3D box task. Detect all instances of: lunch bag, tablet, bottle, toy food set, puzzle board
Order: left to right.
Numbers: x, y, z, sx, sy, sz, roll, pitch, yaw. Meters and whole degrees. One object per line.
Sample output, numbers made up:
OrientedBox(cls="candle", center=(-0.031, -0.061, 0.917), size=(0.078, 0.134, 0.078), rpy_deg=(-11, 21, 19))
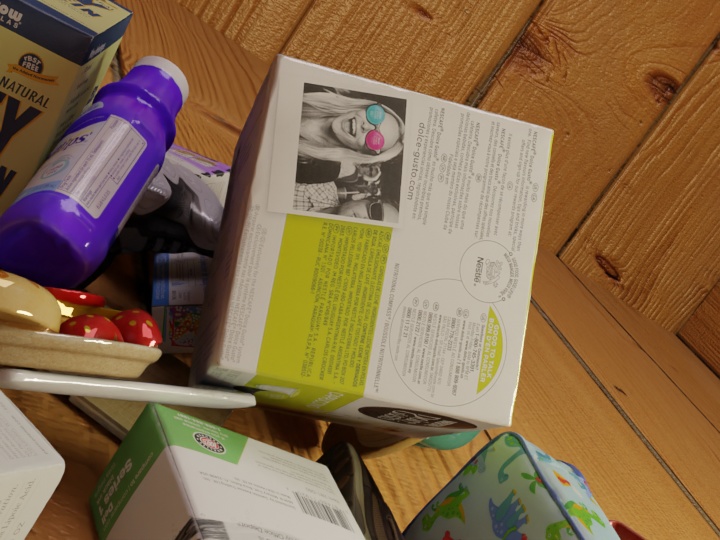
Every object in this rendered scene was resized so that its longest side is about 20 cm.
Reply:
OrientedBox(cls="toy food set", center=(-0.214, 0.030, 0.658), size=(0.196, 0.049, 0.199), rpy_deg=(0, -8, 39))
OrientedBox(cls="tablet", center=(-0.172, 0.070, 0.692), size=(0.129, 0.014, 0.199), rpy_deg=(1, -8, 36))
OrientedBox(cls="puzzle board", center=(-0.193, 0.068, 0.842), size=(0.199, 0.017, 0.151), rpy_deg=(36, 14, 0))
OrientedBox(cls="bottle", center=(-0.177, -0.074, 0.782), size=(0.065, 0.083, 0.201), rpy_deg=(46, 43, -24))
OrientedBox(cls="lunch bag", center=(0.106, 0.223, 0.769), size=(0.082, 0.161, 0.201), rpy_deg=(34, 14, -30))

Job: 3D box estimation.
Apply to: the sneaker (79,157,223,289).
OrientedBox(cls="sneaker", center=(-0.184, -0.035, 0.934), size=(0.076, 0.113, 0.200), rpy_deg=(58, 12, 28))

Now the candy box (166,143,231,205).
OrientedBox(cls="candy box", center=(-0.229, -0.089, 1.087), size=(0.166, 0.072, 0.200), rpy_deg=(22, 11, 8))

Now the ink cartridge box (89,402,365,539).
OrientedBox(cls="ink cartridge box", center=(-0.058, 0.182, 0.638), size=(0.145, 0.085, 0.200), rpy_deg=(27, 16, -34))

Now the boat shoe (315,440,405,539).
OrientedBox(cls="boat shoe", center=(-0.005, 0.199, 0.788), size=(0.073, 0.074, 0.201), rpy_deg=(44, 15, -22))

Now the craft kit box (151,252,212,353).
OrientedBox(cls="craft kit box", center=(-0.082, 0.019, 0.981), size=(0.194, 0.049, 0.200), rpy_deg=(-3, 15, -8))

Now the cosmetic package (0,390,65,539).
OrientedBox(cls="cosmetic package", center=(-0.223, 0.103, 0.453), size=(0.074, 0.102, 0.199), rpy_deg=(39, 14, 19))

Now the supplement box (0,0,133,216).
OrientedBox(cls="supplement box", center=(-0.282, -0.127, 0.846), size=(0.133, 0.202, 0.200), rpy_deg=(26, 14, -11))

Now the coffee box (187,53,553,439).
OrientedBox(cls="coffee box", center=(0.000, 0.000, 0.792), size=(0.195, 0.203, 0.200), rpy_deg=(12, -13, -11))

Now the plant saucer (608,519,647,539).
OrientedBox(cls="plant saucer", center=(0.185, 0.264, 0.885), size=(0.197, 0.037, 0.200), rpy_deg=(-1, 14, -27))

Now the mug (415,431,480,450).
OrientedBox(cls="mug", center=(0.061, 0.101, 1.173), size=(0.151, 0.115, 0.185), rpy_deg=(21, 19, -48))

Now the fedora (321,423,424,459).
OrientedBox(cls="fedora", center=(0.033, 0.082, 0.980), size=(0.083, 0.199, 0.201), rpy_deg=(61, 8, -13))
